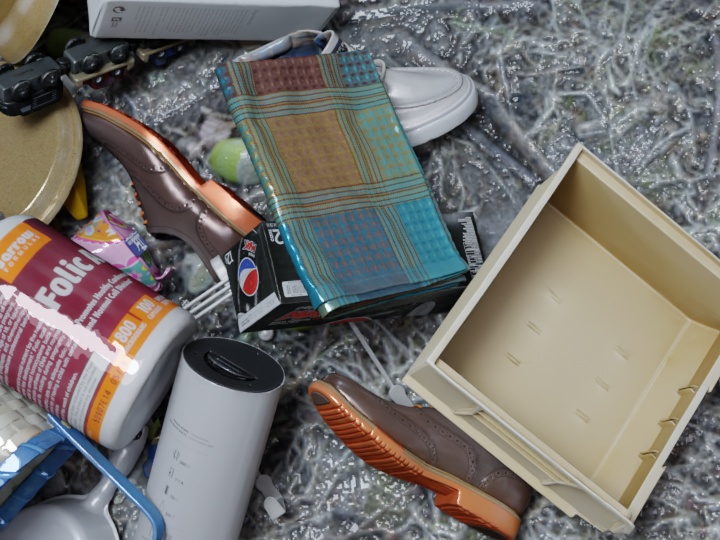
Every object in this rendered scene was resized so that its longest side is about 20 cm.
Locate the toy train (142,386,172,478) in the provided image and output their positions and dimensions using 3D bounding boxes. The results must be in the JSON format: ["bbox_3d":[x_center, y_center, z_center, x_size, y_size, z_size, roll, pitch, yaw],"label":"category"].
[{"bbox_3d":[-0.174,0.097,0.943,0.045,0.034,0.202,-20,101,1],"label":"toy train"}]

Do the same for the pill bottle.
[{"bbox_3d":[-0.230,0.032,0.862,0.198,0.114,0.115,30,84,4],"label":"pill bottle"}]

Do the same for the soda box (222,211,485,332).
[{"bbox_3d":[0.000,0.000,0.902,0.198,0.071,0.064,-4,71,-35],"label":"soda box"}]

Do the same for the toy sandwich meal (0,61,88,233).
[{"bbox_3d":[-0.311,-0.080,1.021,0.202,0.070,0.208,-5,70,15],"label":"toy sandwich meal"}]

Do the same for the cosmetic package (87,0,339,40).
[{"bbox_3d":[-0.125,-0.250,0.984,0.197,0.074,0.103,-2,76,-24],"label":"cosmetic package"}]

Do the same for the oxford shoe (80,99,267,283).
[{"bbox_3d":[-0.170,-0.070,0.996,0.199,0.071,0.073,38,93,14],"label":"oxford shoe"}]

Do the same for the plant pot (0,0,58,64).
[{"bbox_3d":[-0.278,-0.276,1.001,0.027,0.199,0.203,17,78,-32],"label":"plant pot"}]

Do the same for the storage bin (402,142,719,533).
[{"bbox_3d":[0.167,0.056,0.873,0.198,0.094,0.201,38,72,-3],"label":"storage bin"}]

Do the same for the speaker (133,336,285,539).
[{"bbox_3d":[-0.118,0.154,0.893,0.080,0.081,0.202,21,111,11],"label":"speaker"}]

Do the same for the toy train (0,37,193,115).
[{"bbox_3d":[-0.217,-0.174,0.990,0.199,0.046,0.034,-31,63,-36],"label":"toy train"}]

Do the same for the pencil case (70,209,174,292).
[{"bbox_3d":[-0.249,0.042,0.976,0.200,0.087,0.087,-43,77,-4],"label":"pencil case"}]

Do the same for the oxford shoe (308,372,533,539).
[{"bbox_3d":[0.049,0.127,0.909,0.199,0.071,0.073,36,71,-16],"label":"oxford shoe"}]

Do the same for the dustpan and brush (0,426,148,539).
[{"bbox_3d":[-0.231,0.212,0.960,0.138,0.057,0.202,27,89,24],"label":"dustpan and brush"}]

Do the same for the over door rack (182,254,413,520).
[{"bbox_3d":[-0.064,0.075,0.960,0.147,0.067,0.201,-33,90,0],"label":"over door rack"}]

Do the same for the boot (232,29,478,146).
[{"bbox_3d":[-0.006,-0.151,0.967,0.197,0.096,0.074,-12,45,5],"label":"boot"}]

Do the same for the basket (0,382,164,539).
[{"bbox_3d":[-0.262,0.175,0.877,0.176,0.139,0.200,-42,81,8],"label":"basket"}]

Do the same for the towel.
[{"bbox_3d":[-0.011,-0.070,0.870,0.145,0.022,0.202,-13,74,-38],"label":"towel"}]
